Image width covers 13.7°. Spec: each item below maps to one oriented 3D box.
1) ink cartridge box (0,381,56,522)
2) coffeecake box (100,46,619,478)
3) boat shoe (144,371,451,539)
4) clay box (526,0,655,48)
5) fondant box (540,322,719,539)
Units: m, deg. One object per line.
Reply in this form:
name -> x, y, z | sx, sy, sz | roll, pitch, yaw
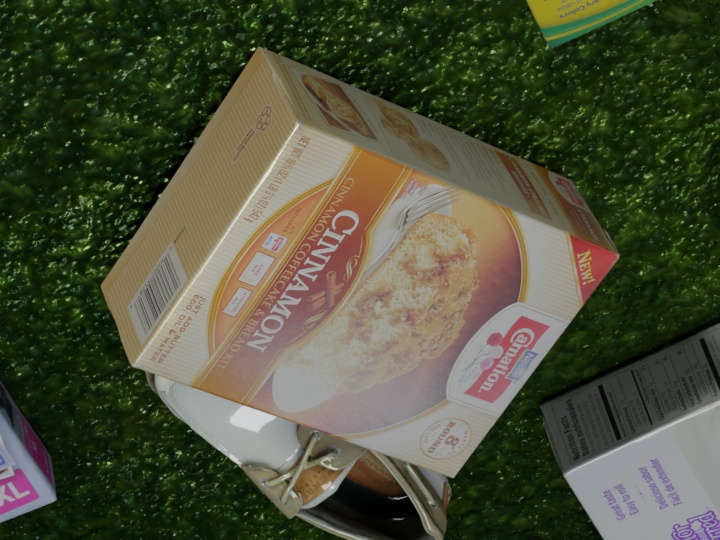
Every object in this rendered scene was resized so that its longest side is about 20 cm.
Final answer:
ink cartridge box -> -0.246, 0.068, 1.504 | 0.119, 0.042, 0.200 | -22, 133, 4
coffeecake box -> 0.000, 0.000, 1.473 | 0.200, 0.073, 0.154 | 21, 116, -32
boat shoe -> -0.025, 0.089, 1.565 | 0.200, 0.068, 0.075 | 27, 120, -35
clay box -> 0.154, -0.187, 1.320 | 0.200, 0.115, 0.048 | -23, 135, 7
fondant box -> 0.218, 0.092, 1.647 | 0.200, 0.058, 0.144 | -24, 135, 9
